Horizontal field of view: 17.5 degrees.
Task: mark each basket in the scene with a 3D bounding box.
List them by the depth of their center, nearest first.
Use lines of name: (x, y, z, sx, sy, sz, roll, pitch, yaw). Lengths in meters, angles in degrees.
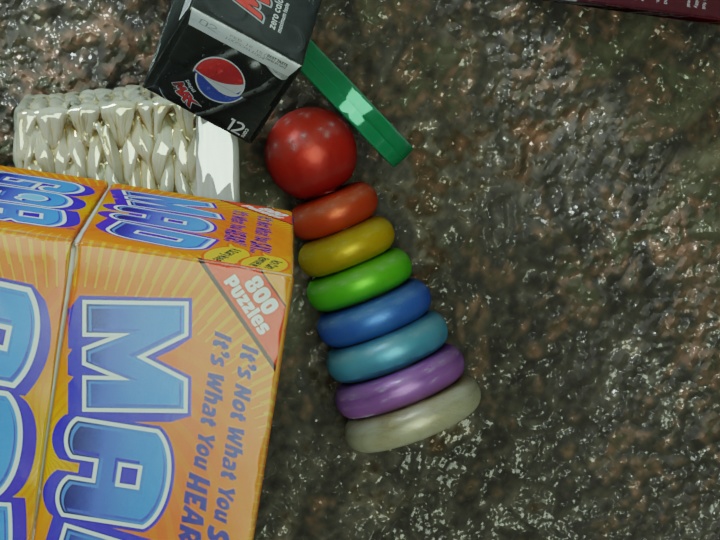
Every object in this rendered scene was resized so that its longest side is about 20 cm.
basket: (-0.129, -0.008, 1.314, 0.123, 0.136, 0.201, -1, 98, -5)

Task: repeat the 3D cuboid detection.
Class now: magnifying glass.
magnifying glass: (-0.043, -0.137, 1.344, 0.200, 0.080, 0.022, 45, 92, -2)

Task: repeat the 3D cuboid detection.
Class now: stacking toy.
stacking toy: (0.000, 0.000, 1.364, 0.085, 0.085, 0.201, -21, 96, -6)

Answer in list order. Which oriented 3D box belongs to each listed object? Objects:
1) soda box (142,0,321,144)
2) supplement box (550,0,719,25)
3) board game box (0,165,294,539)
soda box: (-0.056, -0.163, 1.271, 0.071, 0.201, 0.063, 27, 131, -12)
supplement box: (0.201, -0.173, 1.355, 0.199, 0.109, 0.061, 6, 97, -9)
board game box: (-0.145, 0.066, 1.156, 0.199, 0.200, 0.201, 8, 99, -3)
